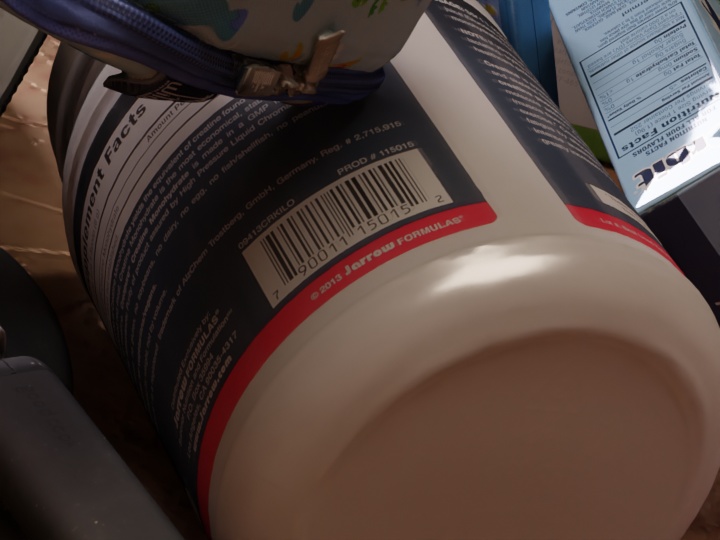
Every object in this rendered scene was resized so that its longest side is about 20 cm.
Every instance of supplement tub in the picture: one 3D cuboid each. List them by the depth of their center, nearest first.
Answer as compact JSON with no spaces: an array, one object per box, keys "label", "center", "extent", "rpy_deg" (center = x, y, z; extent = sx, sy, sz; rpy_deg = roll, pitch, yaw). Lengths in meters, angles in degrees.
[{"label":"supplement tub","center":[0.000,0.000,0.726],"extent":[0.140,0.141,0.200],"rpy_deg":[2,35,-27]}]

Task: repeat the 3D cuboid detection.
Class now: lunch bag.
[{"label":"lunch bag","center":[-0.071,-0.119,0.629],"extent":[0.200,0.083,0.161],"rpy_deg":[38,14,15]}]

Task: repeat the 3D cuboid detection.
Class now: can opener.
[{"label":"can opener","center":[-0.077,0.047,0.694],"extent":[0.067,0.053,0.200],"rpy_deg":[-9,42,-38]}]

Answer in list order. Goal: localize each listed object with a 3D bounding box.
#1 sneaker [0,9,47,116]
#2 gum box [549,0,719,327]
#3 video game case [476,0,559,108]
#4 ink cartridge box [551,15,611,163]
[{"label":"sneaker","center":[-0.124,-0.132,0.766],"extent":[0.115,0.201,0.076],"rpy_deg":[39,-24,-30]},{"label":"gum box","center":[0.121,-0.025,0.835],"extent":[0.170,0.045,0.200],"rpy_deg":[52,15,-32]},{"label":"video game case","center":[-0.016,-0.096,0.870],"extent":[0.200,0.143,0.018],"rpy_deg":[34,64,29]},{"label":"ink cartridge box","center":[0.084,-0.147,0.950],"extent":[0.148,0.200,0.076],"rpy_deg":[14,31,-11]}]
